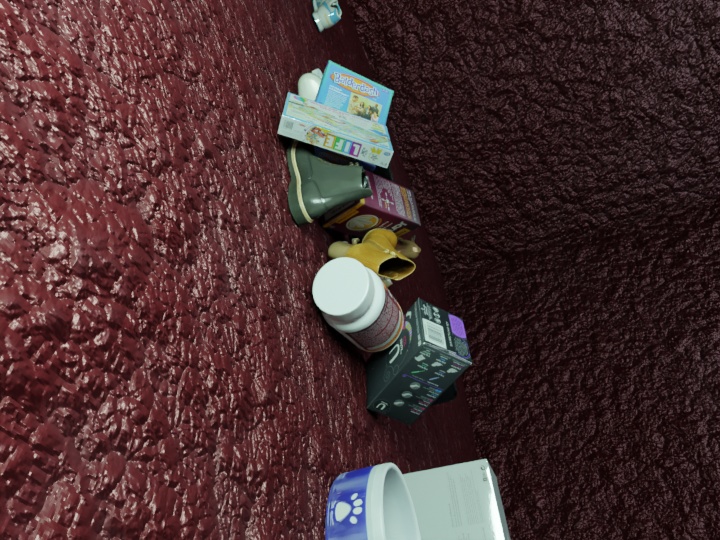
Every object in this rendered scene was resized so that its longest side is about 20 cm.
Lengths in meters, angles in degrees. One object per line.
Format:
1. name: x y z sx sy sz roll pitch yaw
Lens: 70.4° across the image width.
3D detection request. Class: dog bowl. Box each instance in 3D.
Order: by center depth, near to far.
1. dog bowl: 0.025 0.372 0.690 0.200 0.078 0.202 -16 90 -78

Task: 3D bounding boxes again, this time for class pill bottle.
1. pill bottle: -0.001 0.061 0.874 0.200 0.113 0.115 52 25 -61

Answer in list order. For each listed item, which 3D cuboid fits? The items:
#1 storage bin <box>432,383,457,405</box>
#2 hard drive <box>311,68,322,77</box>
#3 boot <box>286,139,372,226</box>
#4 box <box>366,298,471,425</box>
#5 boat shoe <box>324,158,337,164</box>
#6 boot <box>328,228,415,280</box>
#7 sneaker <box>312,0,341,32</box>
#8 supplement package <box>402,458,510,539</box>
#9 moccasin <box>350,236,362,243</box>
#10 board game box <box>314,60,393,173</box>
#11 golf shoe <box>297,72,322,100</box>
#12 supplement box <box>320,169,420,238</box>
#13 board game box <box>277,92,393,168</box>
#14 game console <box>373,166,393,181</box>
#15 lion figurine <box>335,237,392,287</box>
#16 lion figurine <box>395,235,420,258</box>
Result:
1. storage bin: 0.157 0.235 1.298 0.094 0.134 0.202 -77 149 -65
2. hard drive: -0.081 -0.388 1.278 0.132 0.026 0.202 56 22 -54
3. boot: -0.051 -0.173 0.889 0.078 0.137 0.202 56 21 -53
4. box: 0.101 0.173 0.958 0.105 0.201 0.123 24 33 -16
5. boat shoe: -0.037 -0.192 1.100 0.061 0.071 0.201 54 7 11
6. boot: 0.050 -0.026 0.971 0.200 0.143 0.072 -13 117 -47
7. sneaker: -0.100 -0.805 1.581 0.077 0.080 0.201 59 19 -45
8. supplement package: 0.141 0.440 0.837 0.147 0.198 0.193 58 20 -51
9. moccasin: 0.008 -0.130 1.252 0.081 0.067 0.202 49 27 -62
10. board game box: -0.024 -0.306 1.029 0.045 0.151 0.202 138 -30 -62
11. golf shoe: -0.088 -0.314 1.062 0.097 0.078 0.202 -37 110 -70
12. supplement box: 0.019 -0.128 1.046 0.199 0.110 0.087 12 60 -48
13. board game box: -0.044 -0.254 0.918 0.135 0.198 0.034 -93 -158 -56
14. game console: 0.058 -0.217 1.469 0.176 0.115 0.202 32 45 -71
15. lion figurine: 0.000 0.000 1.095 0.199 0.072 0.124 5 82 -62
16. lion figurine: 0.085 -0.042 1.267 0.122 0.198 0.073 24 -45 58
